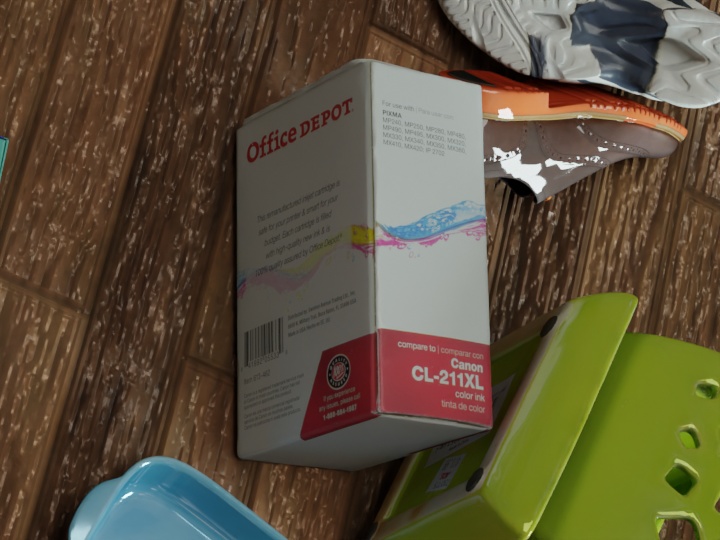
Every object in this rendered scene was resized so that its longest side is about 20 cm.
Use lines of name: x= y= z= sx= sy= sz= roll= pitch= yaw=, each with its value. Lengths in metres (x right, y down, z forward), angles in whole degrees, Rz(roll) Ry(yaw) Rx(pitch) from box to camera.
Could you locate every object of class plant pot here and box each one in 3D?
plant pot: x=0.127 y=0.136 z=1.488 sx=0.181 sy=0.200 sz=0.199 roll=36 pitch=58 yaw=-13

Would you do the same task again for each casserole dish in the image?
casserole dish: x=-0.084 y=0.190 z=1.428 sx=0.200 sy=0.039 sz=0.121 roll=40 pitch=59 yaw=-17

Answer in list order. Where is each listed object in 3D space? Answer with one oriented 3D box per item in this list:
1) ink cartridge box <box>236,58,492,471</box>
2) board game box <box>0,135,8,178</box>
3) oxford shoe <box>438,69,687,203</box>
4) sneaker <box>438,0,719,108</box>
ink cartridge box: x=0.000 y=0.000 z=1.469 sx=0.083 sy=0.146 sz=0.201 roll=9 pitch=72 yaw=-32
board game box: x=-0.290 y=-0.025 z=1.349 sx=0.200 sy=0.045 sz=0.153 roll=19 pitch=66 yaw=-27
oxford shoe: x=0.120 y=-0.080 z=1.632 sx=0.199 sy=0.071 sz=0.073 roll=4 pitch=104 yaw=-36
sneaker: x=0.148 y=-0.158 z=1.662 sx=0.198 sy=0.130 sz=0.080 roll=12 pitch=98 yaw=8
